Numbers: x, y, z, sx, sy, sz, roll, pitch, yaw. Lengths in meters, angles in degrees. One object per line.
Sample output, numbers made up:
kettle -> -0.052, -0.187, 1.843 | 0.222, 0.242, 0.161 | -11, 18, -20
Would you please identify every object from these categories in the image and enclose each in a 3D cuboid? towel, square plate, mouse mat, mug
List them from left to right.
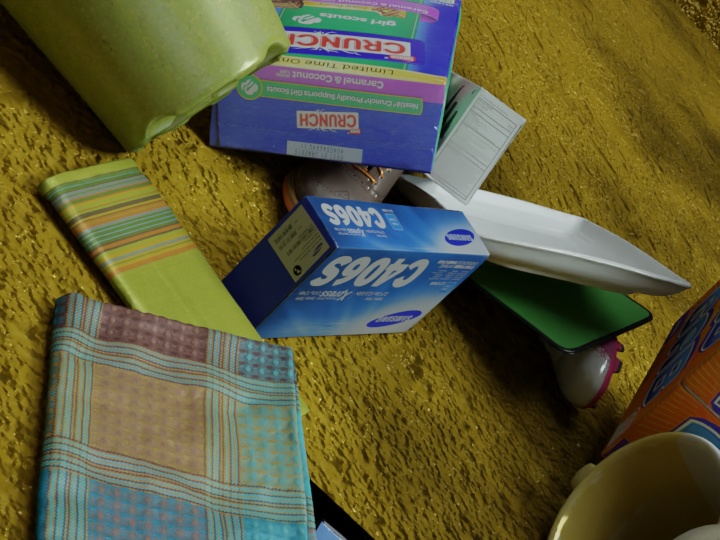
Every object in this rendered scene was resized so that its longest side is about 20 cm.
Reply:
towel -> -0.112, 0.019, 0.858 | 0.201, 0.018, 0.086 | 54, 31, 9
towel -> -0.092, 0.096, 0.729 | 0.145, 0.022, 0.201 | 16, 37, -21
mouse mat -> 0.135, -0.001, 1.189 | 0.199, 0.008, 0.160 | 37, 29, 27
square plate -> 0.138, -0.027, 1.158 | 0.196, 0.029, 0.200 | 12, 13, -21
mug -> 0.231, 0.206, 0.994 | 0.153, 0.149, 0.188 | 45, 31, -24

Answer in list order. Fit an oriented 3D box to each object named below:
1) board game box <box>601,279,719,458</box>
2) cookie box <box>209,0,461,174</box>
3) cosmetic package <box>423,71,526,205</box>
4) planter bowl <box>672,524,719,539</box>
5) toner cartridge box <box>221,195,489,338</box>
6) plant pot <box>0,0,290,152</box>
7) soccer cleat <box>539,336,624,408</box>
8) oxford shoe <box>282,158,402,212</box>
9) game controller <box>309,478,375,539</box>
board game box -> 0.343, 0.099, 1.082 | 0.200, 0.200, 0.200 | 41, 40, 3
cookie box -> -0.013, -0.156, 1.094 | 0.169, 0.076, 0.201 | 8, 30, 3
cosmetic package -> 0.076, -0.119, 1.192 | 0.050, 0.083, 0.200 | 35, 7, -13
planter bowl -> 0.249, 0.261, 0.828 | 0.198, 0.134, 0.203 | -3, 94, -38
toner cartridge box -> 0.000, 0.000, 0.968 | 0.199, 0.095, 0.043 | 1, 52, -56
plant pot -> -0.145, -0.187, 0.923 | 0.185, 0.199, 0.200 | 56, 25, -7
soccer cleat -> 0.171, 0.046, 1.220 | 0.086, 0.070, 0.201 | 27, 26, -8
oxford shoe -> -0.005, -0.077, 1.093 | 0.071, 0.073, 0.200 | 43, 26, -9
game controller -> 0.003, 0.192, 0.758 | 0.200, 0.042, 0.104 | 43, 25, -5
